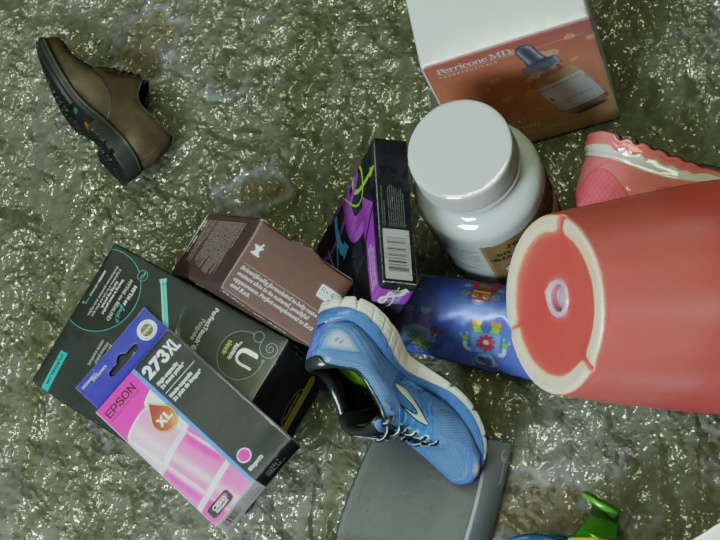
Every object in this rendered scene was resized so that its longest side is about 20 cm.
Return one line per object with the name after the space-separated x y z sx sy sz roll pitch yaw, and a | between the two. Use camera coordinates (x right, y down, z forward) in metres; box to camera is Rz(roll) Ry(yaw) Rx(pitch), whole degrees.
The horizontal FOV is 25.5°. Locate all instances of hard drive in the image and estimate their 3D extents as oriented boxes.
0.043 0.226 1.381 0.134 0.042 0.201 14 75 21 | hard drive

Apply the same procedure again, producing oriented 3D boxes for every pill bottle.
0.108 -0.066 1.381 0.114 0.200 0.115 -6 69 15 | pill bottle

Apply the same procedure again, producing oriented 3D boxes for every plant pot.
0.227 0.023 1.274 0.176 0.200 0.201 -1 64 -26 | plant pot

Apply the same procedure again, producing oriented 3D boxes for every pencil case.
0.109 0.052 1.407 0.199 0.087 0.078 9 32 19 | pencil case

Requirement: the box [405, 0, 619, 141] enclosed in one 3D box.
0.136 -0.202 1.422 0.151 0.200 0.107 -15 67 12 | box

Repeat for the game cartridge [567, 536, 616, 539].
0.198 0.309 1.218 0.032 0.176 0.201 -4 77 27 | game cartridge

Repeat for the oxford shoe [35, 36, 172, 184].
-0.259 -0.175 1.612 0.084 0.073 0.200 -35 66 -16 | oxford shoe

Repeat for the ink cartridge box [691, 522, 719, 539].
0.335 0.267 1.224 0.116 0.067 0.201 -31 91 3 | ink cartridge box

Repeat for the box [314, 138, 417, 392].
0.000 0.000 1.384 0.036 0.200 0.144 5 57 -15 | box

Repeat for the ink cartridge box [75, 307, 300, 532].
-0.153 0.121 1.345 0.200 0.037 0.095 39 85 26 | ink cartridge box

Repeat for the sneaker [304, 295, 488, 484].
0.023 0.116 1.312 0.078 0.200 0.089 -24 29 48 | sneaker

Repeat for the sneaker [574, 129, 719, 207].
0.281 -0.054 1.408 0.199 0.074 0.087 23 92 27 | sneaker

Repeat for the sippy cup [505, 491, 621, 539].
0.148 0.271 1.285 0.139 0.130 0.179 -8 69 14 | sippy cup

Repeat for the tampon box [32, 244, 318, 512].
-0.161 0.099 1.442 0.199 0.126 0.150 28 81 23 | tampon box

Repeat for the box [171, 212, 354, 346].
-0.090 0.006 1.409 0.100 0.200 0.075 34 81 -17 | box
